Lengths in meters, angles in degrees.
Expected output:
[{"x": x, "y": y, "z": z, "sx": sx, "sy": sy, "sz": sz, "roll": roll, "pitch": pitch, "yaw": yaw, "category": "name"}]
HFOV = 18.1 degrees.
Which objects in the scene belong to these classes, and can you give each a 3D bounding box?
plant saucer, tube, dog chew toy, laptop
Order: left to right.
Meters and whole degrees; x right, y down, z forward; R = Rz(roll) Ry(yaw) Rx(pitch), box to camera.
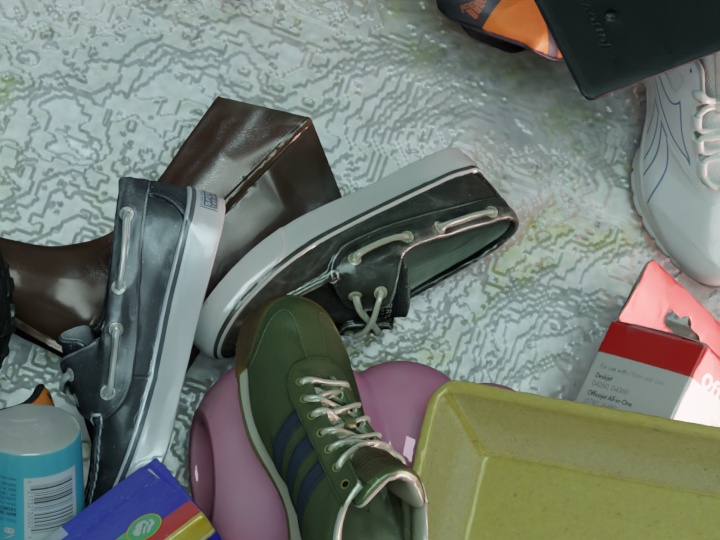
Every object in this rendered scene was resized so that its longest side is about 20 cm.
[{"x": -0.171, "y": 0.168, "z": 1.181, "sx": 0.077, "sy": 0.050, "sz": 0.200, "roll": 2, "pitch": 116, "yaw": -4, "category": "tube"}, {"x": 0.011, "y": 0.103, "z": 1.225, "sx": 0.200, "sy": 0.125, "sz": 0.125, "roll": -2, "pitch": 80, "yaw": -16, "category": "dog chew toy"}, {"x": 0.113, "y": 0.170, "z": 1.135, "sx": 0.200, "sy": 0.048, "sz": 0.200, "roll": 10, "pitch": 74, "yaw": 16, "category": "plant saucer"}, {"x": 0.168, "y": -0.187, "z": 1.250, "sx": 0.116, "sy": 0.200, "sz": 0.188, "roll": -31, "pitch": 72, "yaw": 21, "category": "laptop"}]

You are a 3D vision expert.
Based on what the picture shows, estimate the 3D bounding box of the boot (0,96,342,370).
[{"x": -0.127, "y": -0.038, "z": 1.253, "sx": 0.186, "sy": 0.064, "sz": 0.200, "roll": 43, "pitch": 80, "yaw": -13, "category": "boot"}]

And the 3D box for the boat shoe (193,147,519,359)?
[{"x": 0.000, "y": 0.000, "z": 1.242, "sx": 0.200, "sy": 0.071, "sz": 0.064, "roll": -31, "pitch": 64, "yaw": -24, "category": "boat shoe"}]

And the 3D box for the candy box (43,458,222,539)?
[{"x": -0.113, "y": 0.227, "z": 1.157, "sx": 0.169, "sy": 0.077, "sz": 0.200, "roll": -37, "pitch": 120, "yaw": -12, "category": "candy box"}]

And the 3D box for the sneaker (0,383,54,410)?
[{"x": -0.255, "y": 0.104, "z": 1.213, "sx": 0.200, "sy": 0.070, "sz": 0.090, "roll": -2, "pitch": 74, "yaw": -13, "category": "sneaker"}]

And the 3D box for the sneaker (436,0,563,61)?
[{"x": 0.124, "y": -0.181, "z": 1.317, "sx": 0.200, "sy": 0.078, "sz": 0.112, "roll": -11, "pitch": 103, "yaw": -22, "category": "sneaker"}]

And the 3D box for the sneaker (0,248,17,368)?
[{"x": -0.237, "y": 0.061, "z": 1.152, "sx": 0.079, "sy": 0.074, "sz": 0.200, "roll": 0, "pitch": 65, "yaw": 37, "category": "sneaker"}]

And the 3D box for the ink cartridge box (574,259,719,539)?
[{"x": 0.166, "y": 0.109, "z": 1.241, "sx": 0.116, "sy": 0.067, "sz": 0.200, "roll": 38, "pitch": 73, "yaw": -44, "category": "ink cartridge box"}]

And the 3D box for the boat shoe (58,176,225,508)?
[{"x": -0.127, "y": 0.050, "z": 1.185, "sx": 0.068, "sy": 0.072, "sz": 0.200, "roll": 14, "pitch": 98, "yaw": -11, "category": "boat shoe"}]

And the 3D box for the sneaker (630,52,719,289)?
[{"x": 0.195, "y": -0.089, "z": 1.298, "sx": 0.074, "sy": 0.087, "sz": 0.200, "roll": -8, "pitch": 82, "yaw": -11, "category": "sneaker"}]

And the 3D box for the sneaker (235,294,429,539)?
[{"x": -0.002, "y": 0.099, "z": 1.100, "sx": 0.067, "sy": 0.090, "sz": 0.201, "roll": 0, "pitch": 72, "yaw": -34, "category": "sneaker"}]
